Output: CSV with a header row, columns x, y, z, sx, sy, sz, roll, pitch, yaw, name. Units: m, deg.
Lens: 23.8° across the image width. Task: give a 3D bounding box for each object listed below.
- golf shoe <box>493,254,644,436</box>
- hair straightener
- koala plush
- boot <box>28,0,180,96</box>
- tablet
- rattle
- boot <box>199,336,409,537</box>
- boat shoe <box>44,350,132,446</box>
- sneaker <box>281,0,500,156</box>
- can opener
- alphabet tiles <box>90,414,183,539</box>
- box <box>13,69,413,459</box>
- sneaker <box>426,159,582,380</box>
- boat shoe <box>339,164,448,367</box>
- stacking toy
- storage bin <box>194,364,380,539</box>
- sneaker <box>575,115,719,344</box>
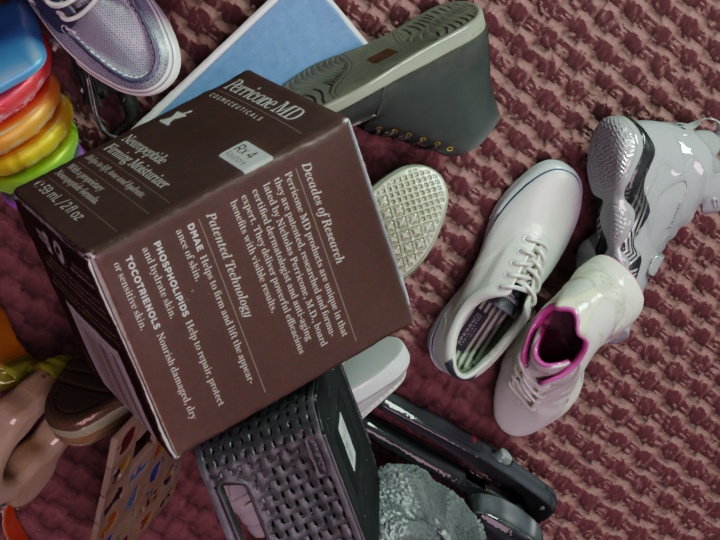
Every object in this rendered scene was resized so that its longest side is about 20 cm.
x,y,z,sx,sy,sz,roll,pitch,yaw,name
0.150,0.071,1.391,0.091,0.075,0.201,-30,156,-46,golf shoe
-0.212,-0.174,1.255,0.041,0.077,0.201,1,122,26,hair straightener
0.001,0.274,1.400,0.199,0.177,0.185,-32,73,29,koala plush
-0.206,-0.197,1.161,0.073,0.090,0.200,-43,92,10,boot
-0.082,-0.125,1.316,0.200,0.014,0.130,-43,132,2,tablet
-0.299,0.129,1.344,0.142,0.131,0.201,25,136,1,rattle
-0.030,0.140,1.412,0.199,0.074,0.096,-31,115,7,boot
-0.163,0.082,1.308,0.200,0.071,0.077,-42,143,-41,boat shoe
0.022,-0.117,1.314,0.199,0.075,0.107,-27,122,-13,sneaker
0.085,0.163,1.452,0.200,0.079,0.063,38,102,-13,can opener
-0.159,0.144,1.327,0.008,0.167,0.201,29,133,11,alphabet tiles
-0.102,-0.010,1.178,0.199,0.166,0.165,-30,119,-18,box
0.128,0.006,1.401,0.073,0.071,0.201,25,99,-21,sneaker
0.000,0.000,1.371,0.074,0.062,0.201,31,98,-7,boat shoe
-0.244,-0.089,1.269,0.109,0.116,0.201,-28,127,2,stacking toy
-0.050,0.139,1.265,0.093,0.200,0.136,-19,105,5,storage bin
0.246,-0.035,1.413,0.114,0.075,0.201,-8,116,-18,sneaker
